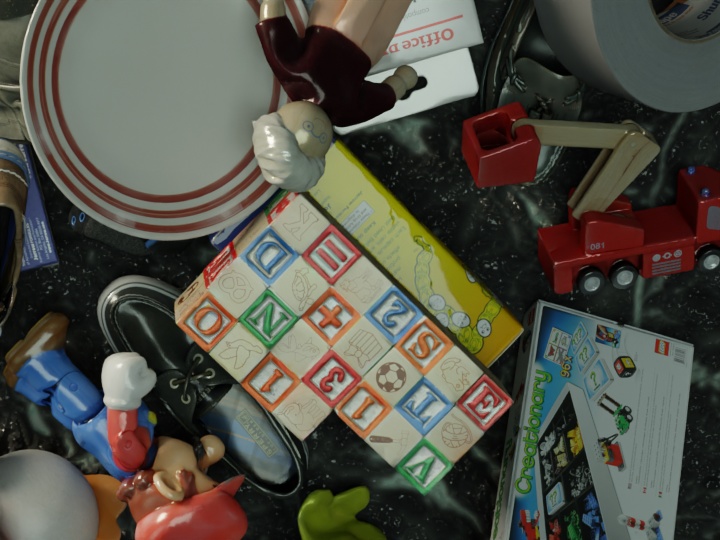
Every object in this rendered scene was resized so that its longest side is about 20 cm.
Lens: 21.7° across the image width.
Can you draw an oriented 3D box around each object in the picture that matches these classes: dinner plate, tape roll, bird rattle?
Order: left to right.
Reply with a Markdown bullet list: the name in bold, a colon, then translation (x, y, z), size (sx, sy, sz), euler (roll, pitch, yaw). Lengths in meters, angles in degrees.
- **dinner plate**: translation (-0.119, -0.120, 1.182), size (0.198, 0.024, 0.202), euler (-4, 99, -27)
- **bird rattle**: translation (-0.057, 0.252, 1.351), size (0.199, 0.113, 0.164), euler (-25, 120, 1)
- **tape roll**: translation (0.211, -0.211, 1.266), size (0.199, 0.066, 0.202), euler (-14, 114, -32)

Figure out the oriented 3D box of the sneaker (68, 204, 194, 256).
- **sneaker**: translation (-0.187, -0.088, 1.275), size (0.200, 0.073, 0.112), euler (44, 121, 5)

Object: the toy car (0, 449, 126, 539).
- **toy car**: translation (-0.258, 0.164, 1.293), size (0.199, 0.177, 0.185), euler (-10, 132, -40)

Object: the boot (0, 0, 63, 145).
- **boot**: translation (-0.257, -0.143, 1.221), size (0.068, 0.199, 0.132), euler (-39, 132, -36)

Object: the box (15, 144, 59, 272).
- **box**: translation (-0.317, -0.040, 1.285), size (0.198, 0.032, 0.122), euler (-14, 103, -7)

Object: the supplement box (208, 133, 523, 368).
- **supplement box**: translation (0.000, 0.000, 1.298), size (0.110, 0.109, 0.200), euler (-45, 104, 3)

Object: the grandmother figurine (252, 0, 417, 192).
- **grandmother figurine**: translation (-0.015, -0.141, 1.185), size (0.121, 0.061, 0.201), euler (28, 72, -14)

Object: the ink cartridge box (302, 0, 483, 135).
- **ink cartridge box**: translation (0.012, -0.198, 1.280), size (0.114, 0.068, 0.202), euler (-17, 103, -5)

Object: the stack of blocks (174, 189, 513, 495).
- **stack of blocks**: translation (-0.011, 0.053, 1.221), size (0.200, 0.059, 0.115), euler (43, 94, -13)

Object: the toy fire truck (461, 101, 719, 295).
- **toy fire truck**: translation (0.173, -0.056, 1.312), size (0.198, 0.049, 0.142), euler (-10, 127, -7)

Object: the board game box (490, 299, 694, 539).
- **board game box**: translation (0.165, 0.132, 1.334), size (0.125, 0.035, 0.202), euler (16, 65, -10)

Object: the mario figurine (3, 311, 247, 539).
- **mario figurine**: translation (-0.148, 0.109, 1.295), size (0.200, 0.123, 0.106), euler (45, 104, 2)

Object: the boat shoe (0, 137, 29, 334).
- **boat shoe**: translation (-0.264, 0.012, 1.242), size (0.072, 0.073, 0.201), euler (4, 126, -20)

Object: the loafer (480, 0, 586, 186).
- **loafer**: translation (0.129, -0.155, 1.307), size (0.071, 0.063, 0.202), euler (8, 100, -10)

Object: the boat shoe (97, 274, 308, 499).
- **boat shoe**: translation (-0.106, 0.083, 1.327), size (0.069, 0.057, 0.200), euler (-43, 104, 3)
